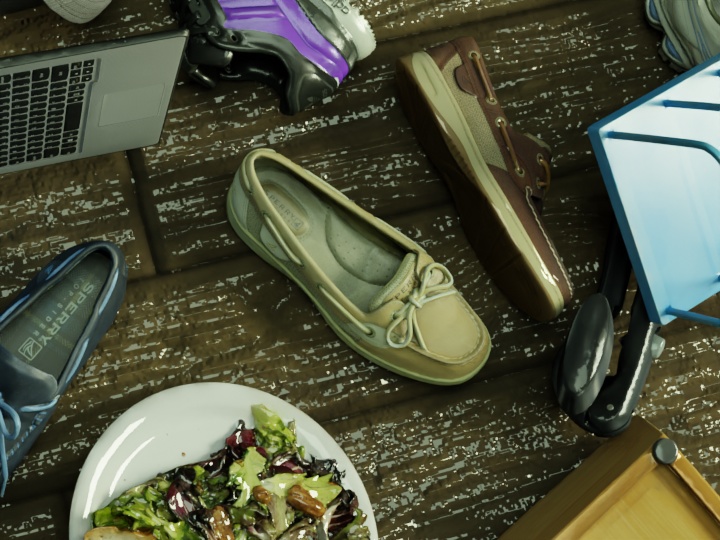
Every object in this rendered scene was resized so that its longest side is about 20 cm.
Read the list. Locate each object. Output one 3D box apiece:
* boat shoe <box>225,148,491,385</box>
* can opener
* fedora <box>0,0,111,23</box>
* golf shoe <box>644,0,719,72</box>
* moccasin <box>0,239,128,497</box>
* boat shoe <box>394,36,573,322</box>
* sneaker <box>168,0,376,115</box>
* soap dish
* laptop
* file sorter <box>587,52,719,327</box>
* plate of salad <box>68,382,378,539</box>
[{"bbox_3d":[0.001,-0.002,1.215,0.201,0.063,0.073,42,71,2],"label":"boat shoe"},{"bbox_3d":[0.177,0.018,1.247,0.063,0.079,0.200,23,62,4],"label":"can opener"},{"bbox_3d":[-0.227,-0.239,1.207,0.090,0.177,0.200,-18,67,16],"label":"fedora"},{"bbox_3d":[0.271,-0.130,1.288,0.078,0.097,0.200,-35,85,-20],"label":"golf shoe"},{"bbox_3d":[-0.214,0.057,1.153,0.080,0.068,0.200,30,71,-2],"label":"moccasin"},{"bbox_3d":[0.096,-0.065,1.250,0.072,0.072,0.200,-25,74,-15],"label":"boat shoe"},{"bbox_3d":[-0.094,-0.176,1.242,0.200,0.070,0.100,38,73,1],"label":"sneaker"},{"bbox_3d":[0.189,0.210,1.184,0.157,0.081,0.200,-39,84,-18],"label":"soap dish"},{"bbox_3d":[-0.194,-0.041,1.122,0.199,0.187,0.116,-12,78,-14],"label":"laptop"},{"bbox_3d":[0.270,-0.065,1.187,0.200,0.123,0.139,-29,110,-22],"label":"file sorter"},{"bbox_3d":[-0.075,0.159,1.145,0.200,0.048,0.201,10,64,-22],"label":"plate of salad"}]
